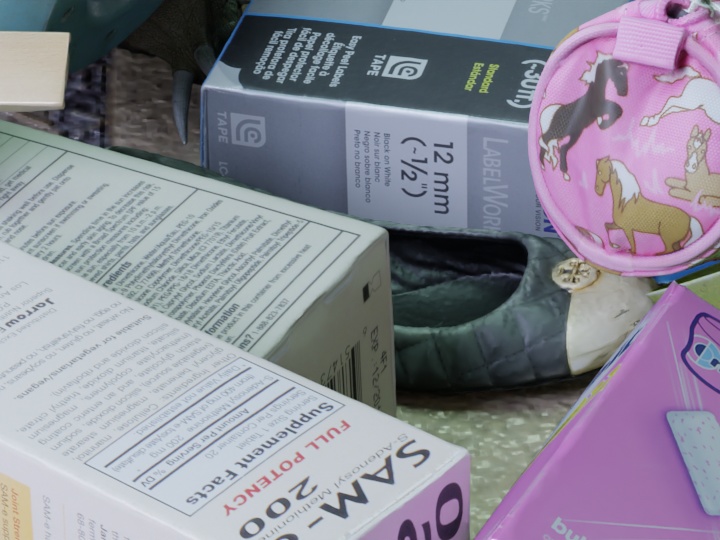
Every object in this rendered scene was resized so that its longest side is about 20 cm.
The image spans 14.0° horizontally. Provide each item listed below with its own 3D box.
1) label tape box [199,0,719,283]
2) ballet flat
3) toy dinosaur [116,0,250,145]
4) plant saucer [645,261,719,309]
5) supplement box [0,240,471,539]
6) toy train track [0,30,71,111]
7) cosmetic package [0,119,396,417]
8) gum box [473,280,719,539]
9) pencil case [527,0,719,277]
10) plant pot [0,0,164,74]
[{"bbox_3d":[0.058,-0.065,1.045,0.199,0.066,0.143,6,35,13],"label":"label tape box"},{"bbox_3d":[0.000,0.000,0.956,0.199,0.057,0.067,7,35,13],"label":"ballet flat"},{"bbox_3d":[-0.106,-0.122,1.133,0.200,0.077,0.102,20,26,24],"label":"toy dinosaur"},{"bbox_3d":[0.186,-0.013,0.896,0.199,0.031,0.200,-19,-1,0],"label":"plant saucer"},{"bbox_3d":[-0.069,0.078,0.781,0.200,0.126,0.073,23,39,32],"label":"supplement box"},{"bbox_3d":[-0.137,-0.099,0.890,0.114,0.033,0.201,2,78,9],"label":"toy train track"},{"bbox_3d":[-0.098,0.021,0.903,0.200,0.087,0.103,18,41,25],"label":"cosmetic package"},{"bbox_3d":[0.118,0.111,0.702,0.200,0.066,0.114,39,43,3],"label":"gum box"},{"bbox_3d":[0.136,-0.055,0.960,0.086,0.083,0.200,-30,-8,36],"label":"pencil case"},{"bbox_3d":[-0.127,-0.163,1.005,0.161,0.201,0.201,39,44,8],"label":"plant pot"}]
